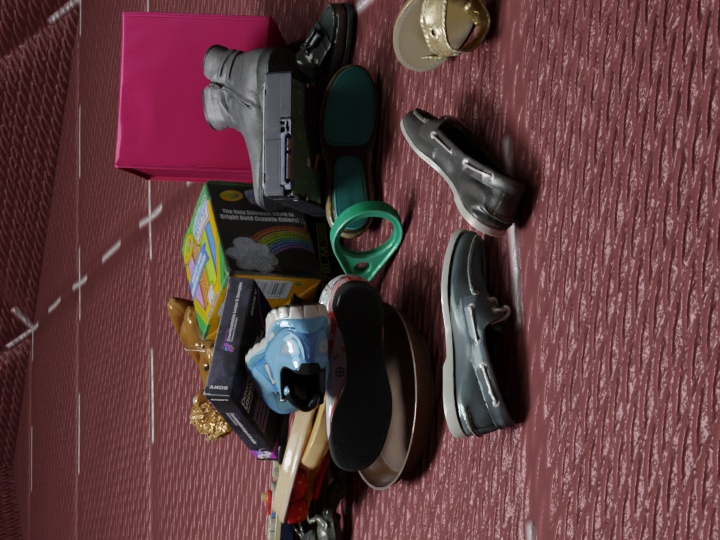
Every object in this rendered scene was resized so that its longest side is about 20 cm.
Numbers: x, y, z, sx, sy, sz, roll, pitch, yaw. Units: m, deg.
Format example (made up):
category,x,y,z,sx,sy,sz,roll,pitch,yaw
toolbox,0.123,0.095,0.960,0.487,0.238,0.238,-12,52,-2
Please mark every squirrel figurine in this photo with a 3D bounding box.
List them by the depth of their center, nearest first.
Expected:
category,x,y,z,sx,sy,sz,roll,pitch,yaw
squirrel figurine,-0.175,0.133,1.878,0.187,0.141,0.201,-112,14,-61

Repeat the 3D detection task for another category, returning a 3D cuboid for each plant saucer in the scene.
category,x,y,z,sx,sy,sz,roll,pitch,yaw
plant saucer,0.033,0.134,1.498,0.200,0.034,0.201,-178,90,-68

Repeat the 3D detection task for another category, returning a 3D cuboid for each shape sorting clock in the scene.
category,x,y,z,sx,sy,sz,roll,pitch,yaw
shape sorting clock,-0.106,0.287,1.769,0.200,0.039,0.201,180,90,-86

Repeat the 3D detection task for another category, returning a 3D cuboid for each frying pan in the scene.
category,x,y,z,sx,sy,sz,roll,pitch,yaw
frying pan,-0.076,0.120,1.595,0.115,0.031,0.191,82,-168,-73

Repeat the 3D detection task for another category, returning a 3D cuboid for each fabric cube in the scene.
category,x,y,z,sx,sy,sz,roll,pitch,yaw
fabric cube,-0.205,-0.221,1.842,0.200,0.195,0.200,22,-110,-87

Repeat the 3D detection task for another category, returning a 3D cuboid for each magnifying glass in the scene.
category,x,y,z,sx,sy,sz,roll,pitch,yaw
magnifying glass,0.000,0.000,1.557,0.200,0.079,0.022,101,159,-47

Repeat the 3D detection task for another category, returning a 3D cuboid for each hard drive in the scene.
category,x,y,z,sx,sy,sz,roll,pitch,yaw
hard drive,-0.063,-0.139,1.609,0.200,0.038,0.140,17,-108,-73

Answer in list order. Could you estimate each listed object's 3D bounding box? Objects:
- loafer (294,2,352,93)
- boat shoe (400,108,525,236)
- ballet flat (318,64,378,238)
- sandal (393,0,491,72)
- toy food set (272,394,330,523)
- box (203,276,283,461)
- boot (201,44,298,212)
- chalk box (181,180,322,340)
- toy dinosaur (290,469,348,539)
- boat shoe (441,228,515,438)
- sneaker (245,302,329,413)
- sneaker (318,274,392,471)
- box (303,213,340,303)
category,x,y,z,sx,sy,sz,roll,pitch,yaw
loafer,-0.061,-0.239,1.730,0.072,0.063,0.200,-115,34,-49
boat shoe,0.101,-0.108,1.324,0.057,0.067,0.200,-58,38,23
ballet flat,-0.015,-0.135,1.613,0.071,0.070,0.201,162,109,-67
sandal,0.092,-0.242,1.332,0.212,0.077,0.070,126,147,-46
toy food set,-0.055,0.194,1.608,0.198,0.048,0.201,-72,-3,-66
box,-0.119,0.115,1.586,0.200,0.036,0.143,62,-147,-59
boot,-0.134,-0.173,1.689,0.131,0.070,0.201,5,94,43
chalk box,-0.139,-0.025,1.703,0.200,0.124,0.124,-108,31,-41
toy dinosaur,-0.044,0.335,1.658,0.088,0.047,0.201,-2,89,61
boat shoe,0.114,0.055,1.296,0.062,0.073,0.201,-7,68,24
sneaker,-0.075,0.111,1.451,0.200,0.078,0.090,106,157,-62
sneaker,-0.008,0.103,1.483,0.108,0.067,0.202,-138,47,-76
box,-0.078,0.034,1.767,0.200,0.047,0.194,137,132,-61
